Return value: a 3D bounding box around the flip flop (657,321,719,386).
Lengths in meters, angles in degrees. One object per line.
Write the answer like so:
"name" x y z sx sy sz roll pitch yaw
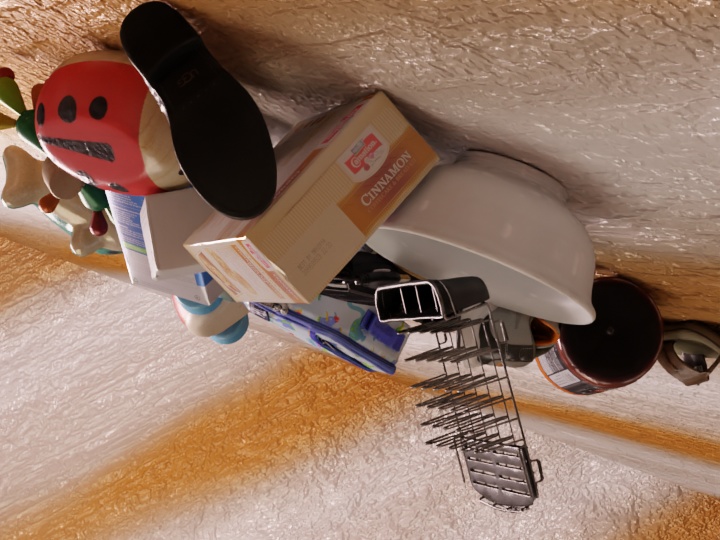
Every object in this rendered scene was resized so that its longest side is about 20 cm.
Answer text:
"flip flop" 0.329 0.088 1.406 0.081 0.058 0.199 27 170 -35

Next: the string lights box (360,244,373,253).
"string lights box" -0.008 -0.020 1.561 0.102 0.059 0.200 21 172 25

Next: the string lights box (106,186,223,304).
"string lights box" -0.193 -0.069 1.351 0.102 0.059 0.202 15 134 26

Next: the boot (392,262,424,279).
"boot" 0.053 -0.018 1.374 0.199 0.073 0.166 22 170 -27

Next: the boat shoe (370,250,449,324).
"boat shoe" 0.066 0.018 1.532 0.063 0.074 0.201 42 -171 30

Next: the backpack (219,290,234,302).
"backpack" -0.177 -0.048 1.540 0.166 0.128 0.200 22 -178 -33

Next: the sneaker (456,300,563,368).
"sneaker" 0.154 0.041 1.240 0.079 0.075 0.200 11 -154 24

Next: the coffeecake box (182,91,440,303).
"coffeecake box" -0.045 -0.053 1.088 0.073 0.154 0.200 46 165 -14

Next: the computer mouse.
"computer mouse" 0.000 0.000 1.244 0.139 0.047 0.199 0 171 41

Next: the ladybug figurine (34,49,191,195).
"ladybug figurine" -0.217 -0.123 1.214 0.198 0.072 0.137 9 126 31

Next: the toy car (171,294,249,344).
"toy car" -0.196 -0.036 1.752 0.200 0.177 0.184 48 175 17

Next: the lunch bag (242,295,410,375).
"lunch bag" -0.035 0.051 1.592 0.160 0.083 0.200 22 174 27

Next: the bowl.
"bowl" 0.105 -0.035 1.089 0.199 0.091 0.201 20 171 3

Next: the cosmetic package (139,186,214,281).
"cosmetic package" -0.098 -0.047 1.250 0.198 0.075 0.102 -10 176 -13

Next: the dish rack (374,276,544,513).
"dish rack" 0.081 0.101 1.112 0.054 0.202 0.153 -16 -178 -17

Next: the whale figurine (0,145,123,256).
"whale figurine" -0.338 -0.086 1.625 0.198 0.161 0.103 10 156 -34

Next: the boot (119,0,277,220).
"boot" -0.108 -0.108 1.062 0.201 0.069 0.174 61 180 17

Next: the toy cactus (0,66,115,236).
"toy cactus" -0.305 -0.108 1.377 0.201 0.102 0.165 61 180 -22

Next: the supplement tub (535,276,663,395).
"supplement tub" 0.232 0.070 1.377 0.106 0.108 0.200 21 172 1
